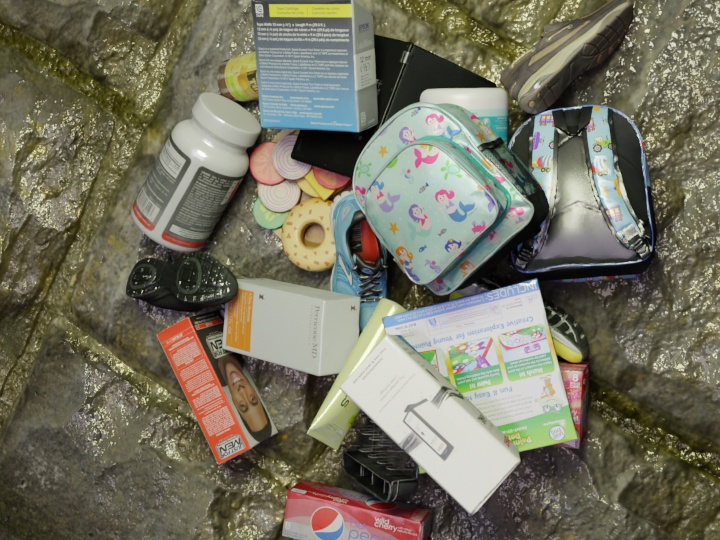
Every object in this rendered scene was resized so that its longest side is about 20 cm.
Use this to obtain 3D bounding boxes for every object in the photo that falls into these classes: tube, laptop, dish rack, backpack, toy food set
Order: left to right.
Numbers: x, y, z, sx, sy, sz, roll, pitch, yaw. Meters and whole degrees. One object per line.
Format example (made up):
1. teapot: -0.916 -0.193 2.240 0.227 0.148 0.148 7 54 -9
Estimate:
1. toy food set: -0.059 -0.116 1.414 0.200 0.049 0.198 -43 81 17
2. tube: 0.001 0.134 1.324 0.058 0.052 0.201 32 81 -11
3. dish rack: 0.034 0.189 1.361 0.054 0.153 0.201 2 96 -26
4. laptop: 0.042 -0.197 1.362 0.199 0.116 0.188 21 90 35
5. backpack: 0.089 -0.089 1.175 0.178 0.150 0.200 -44 74 27
6. backpack: 0.267 -0.093 1.264 0.182 0.134 0.201 -6 79 17

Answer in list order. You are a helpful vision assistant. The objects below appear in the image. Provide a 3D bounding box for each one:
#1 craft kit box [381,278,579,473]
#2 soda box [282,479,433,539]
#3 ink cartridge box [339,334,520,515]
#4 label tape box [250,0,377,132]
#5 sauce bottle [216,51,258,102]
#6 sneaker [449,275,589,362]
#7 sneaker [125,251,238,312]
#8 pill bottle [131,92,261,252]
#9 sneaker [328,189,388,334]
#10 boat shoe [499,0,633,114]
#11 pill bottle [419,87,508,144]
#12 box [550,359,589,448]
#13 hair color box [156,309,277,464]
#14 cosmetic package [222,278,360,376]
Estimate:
1. craft kit box: 0.145 0.129 1.257 0.199 0.049 0.199 -14 83 10
2. soda box: -0.004 0.349 1.423 0.199 0.063 0.070 9 97 18
3. ink cartridge box: 0.083 0.170 1.173 0.200 0.146 0.084 43 92 8
4. label tape box: -0.057 -0.277 1.275 0.143 0.066 0.201 7 110 26
5. sauce bottle: -0.105 -0.271 1.379 0.199 0.065 0.065 -7 92 39
6. sneaker: 0.200 0.075 1.337 0.199 0.078 0.091 28 110 20
7. sneaker: -0.236 0.023 1.446 0.199 0.091 0.076 4 68 40
8. pill bottle: -0.224 -0.134 1.419 0.116 0.116 0.200 39 112 12
9. sneaker: 0.000 0.000 1.357 0.078 0.090 0.201 -13 110 -9
10. boat shoe: 0.251 -0.278 1.260 0.200 0.075 0.073 -40 65 -16
11. pill bottle: 0.129 -0.126 1.288 0.110 0.111 0.201 3 100 18
12. box: 0.190 0.163 1.328 0.199 0.095 0.100 3 93 18
13. hair color box: -0.200 0.161 1.454 0.061 0.101 0.201 -27 86 18
14. cosmetic package: -0.096 0.073 1.389 0.199 0.071 0.102 9 97 43
